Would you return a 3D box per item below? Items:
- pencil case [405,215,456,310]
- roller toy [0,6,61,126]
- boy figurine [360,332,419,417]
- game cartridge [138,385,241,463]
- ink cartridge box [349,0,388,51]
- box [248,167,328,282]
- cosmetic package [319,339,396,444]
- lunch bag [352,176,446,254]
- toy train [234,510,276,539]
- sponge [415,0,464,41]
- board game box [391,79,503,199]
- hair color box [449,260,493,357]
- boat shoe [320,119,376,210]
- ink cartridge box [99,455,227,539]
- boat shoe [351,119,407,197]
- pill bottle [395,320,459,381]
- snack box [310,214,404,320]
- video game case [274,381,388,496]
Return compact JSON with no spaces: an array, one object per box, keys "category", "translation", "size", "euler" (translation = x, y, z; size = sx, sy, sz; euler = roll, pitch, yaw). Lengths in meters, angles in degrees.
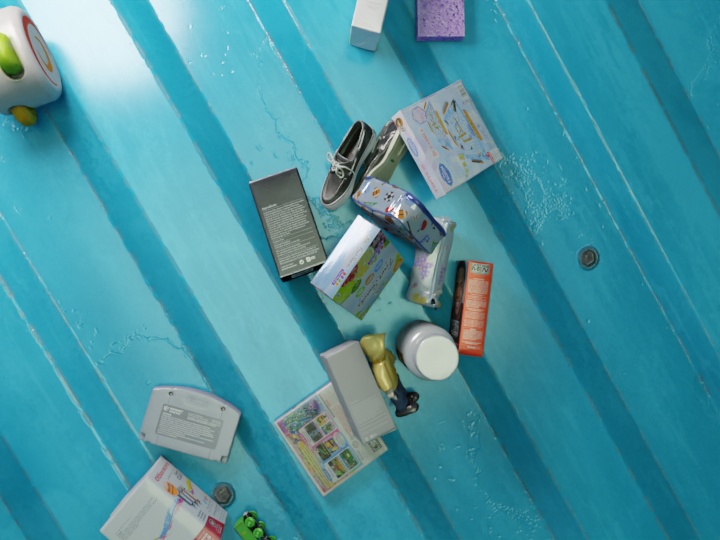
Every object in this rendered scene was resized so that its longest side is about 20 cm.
[{"category":"pencil case","translation":[0.155,-0.019,1.385],"size":[0.082,0.091,0.204],"euler":[11,89,-6]},{"category":"roller toy","translation":[-0.696,-0.409,1.246],"size":[0.138,0.201,0.184],"euler":[-21,63,-6]},{"category":"boy figurine","translation":[0.061,0.214,1.362],"size":[0.064,0.125,0.202],"euler":[-19,110,17]},{"category":"game cartridge","translation":[-0.364,0.326,1.362],"size":[0.197,0.040,0.135],"euler":[18,92,-6]},{"category":"ink cartridge box","translation":[0.030,-0.594,1.351],"size":[0.066,0.117,0.203],"euler":[13,89,-4]},{"category":"box","translation":[-0.149,-0.090,1.316],"size":[0.105,0.148,0.203],"euler":[-19,88,-6]},{"category":"cosmetic package","translation":[-0.009,0.255,1.342],"size":[0.089,0.107,0.203],"euler":[-21,93,-12]},{"category":"lunch bag","translation":[0.080,-0.116,1.320],"size":[0.076,0.199,0.160],"euler":[-53,132,-2]},{"category":"toy train","translation":[-0.204,0.617,1.381],"size":[0.056,0.042,0.201],"euler":[-35,94,5]},{"category":"sponge","translation":[0.177,-0.620,1.411],"size":[0.109,0.030,0.204],"euler":[-1,90,-6]},{"category":"board game box","translation":[0.192,-0.288,1.373],"size":[0.198,0.041,0.202],"euler":[-32,94,-30]},{"category":"hair color box","translation":[0.241,0.081,1.390],"size":[0.060,0.101,0.204],"euler":[7,89,-6]},{"category":"boat shoe","translation":[-0.036,-0.227,1.354],"size":[0.073,0.068,0.201],"euler":[38,99,28]},{"category":"ink cartridge box","translation":[-0.401,0.519,1.304],"size":[0.200,0.145,0.145],"euler":[42,86,-5]},{"category":"boat shoe","translation":[0.038,-0.239,1.393],"size":[0.067,0.072,0.202],"euler":[35,95,33]},{"category":"pill bottle","translation":[0.142,0.171,1.331],"size":[0.112,0.200,0.117],"euler":[0,91,-5]},{"category":"snack box","translation":[0.000,0.000,1.314],"size":[0.067,0.200,0.170],"euler":[34,87,23]},{"category":"video game case","translation":[-0.064,0.367,1.401],"size":[0.181,0.024,0.202],"euler":[-34,95,-4]}]
